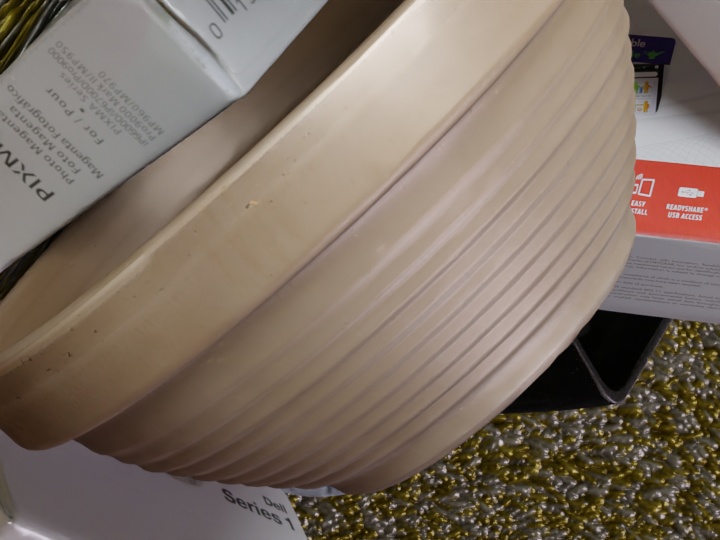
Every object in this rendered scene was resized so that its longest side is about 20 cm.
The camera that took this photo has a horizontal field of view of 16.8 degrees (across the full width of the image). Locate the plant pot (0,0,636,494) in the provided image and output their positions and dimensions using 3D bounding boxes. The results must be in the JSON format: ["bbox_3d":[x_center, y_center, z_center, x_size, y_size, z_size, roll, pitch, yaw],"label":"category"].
[{"bbox_3d":[0.002,-0.012,0.603,0.201,0.093,0.201,-42,-170,9],"label":"plant pot"}]

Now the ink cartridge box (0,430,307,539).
[{"bbox_3d":[-0.119,0.138,0.739,0.200,0.144,0.084,-49,-139,15],"label":"ink cartridge box"}]

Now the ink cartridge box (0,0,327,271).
[{"bbox_3d":[-0.061,-0.070,0.689,0.199,0.057,0.163,-25,-159,46],"label":"ink cartridge box"}]

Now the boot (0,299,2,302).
[{"bbox_3d":[-0.137,0.056,0.803,0.200,0.073,0.076,121,-22,-51],"label":"boot"}]

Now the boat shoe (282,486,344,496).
[{"bbox_3d":[0.000,0.000,0.785,0.201,0.073,0.067,106,-19,-55],"label":"boat shoe"}]

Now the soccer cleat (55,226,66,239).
[{"bbox_3d":[-0.065,0.044,0.793,0.068,0.073,0.201,-11,136,-29],"label":"soccer cleat"}]

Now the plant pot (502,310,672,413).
[{"bbox_3d":[0.043,-0.043,1.208,0.177,0.200,0.200,-21,-161,37],"label":"plant pot"}]

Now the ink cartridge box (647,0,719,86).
[{"bbox_3d":[0.113,-0.133,0.617,0.145,0.200,0.085,-9,-142,55],"label":"ink cartridge box"}]

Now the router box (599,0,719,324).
[{"bbox_3d":[0.149,-0.068,0.744,0.049,0.198,0.181,65,36,-54],"label":"router box"}]
